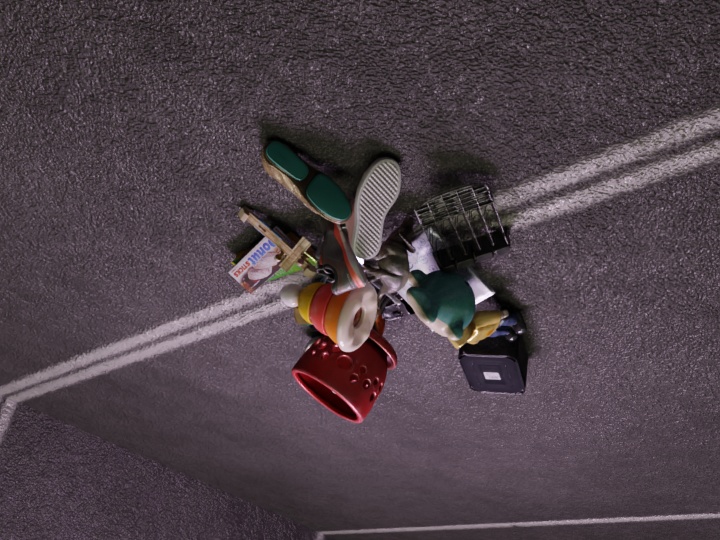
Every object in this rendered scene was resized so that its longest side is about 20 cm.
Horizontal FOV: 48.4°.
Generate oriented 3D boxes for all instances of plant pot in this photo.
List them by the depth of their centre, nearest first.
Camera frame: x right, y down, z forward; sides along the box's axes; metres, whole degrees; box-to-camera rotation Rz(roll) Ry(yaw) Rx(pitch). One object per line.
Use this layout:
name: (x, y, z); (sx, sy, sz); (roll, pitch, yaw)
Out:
plant pot: (-0.030, 0.218, 1.832); (0.200, 0.183, 0.201); (31, 161, 12)

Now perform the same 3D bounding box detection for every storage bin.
storage bin: (0.314, 0.206, 1.883); (0.135, 0.094, 0.200); (0, 146, 20)

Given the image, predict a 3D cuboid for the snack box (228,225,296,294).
snack box: (-0.208, -0.020, 1.717); (0.072, 0.024, 0.200); (45, 135, -8)

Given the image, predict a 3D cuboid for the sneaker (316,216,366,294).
sneaker: (-0.056, -0.034, 1.531); (0.082, 0.200, 0.077); (-28, 135, 4)

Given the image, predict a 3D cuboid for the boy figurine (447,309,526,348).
boy figurine: (0.265, 0.122, 1.708); (0.199, 0.065, 0.124); (-4, 149, -40)

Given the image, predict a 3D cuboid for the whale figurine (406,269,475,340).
whale figurine: (0.153, 0.054, 1.507); (0.104, 0.159, 0.200); (-38, 164, 15)

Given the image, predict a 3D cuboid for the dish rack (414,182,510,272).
dish rack: (0.185, -0.083, 1.458); (0.153, 0.055, 0.200); (-20, 135, 11)

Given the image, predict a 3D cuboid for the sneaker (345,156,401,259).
sneaker: (0.016, -0.130, 1.469); (0.075, 0.105, 0.201); (5, 121, -16)

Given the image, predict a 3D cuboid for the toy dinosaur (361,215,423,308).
toy dinosaur: (0.057, -0.008, 1.545); (0.102, 0.077, 0.201); (14, 107, 16)

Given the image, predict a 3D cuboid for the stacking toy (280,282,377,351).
stacking toy: (-0.077, 0.071, 1.645); (0.199, 0.146, 0.146); (18, 154, 26)

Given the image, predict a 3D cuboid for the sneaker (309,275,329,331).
sneaker: (-0.084, 0.068, 1.838); (0.082, 0.073, 0.200); (24, 137, -12)

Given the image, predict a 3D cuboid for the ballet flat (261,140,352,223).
ballet flat: (-0.099, -0.155, 1.447); (0.200, 0.071, 0.065); (44, 157, -5)

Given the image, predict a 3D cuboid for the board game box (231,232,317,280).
board game box: (-0.188, -0.024, 1.758); (0.200, 0.030, 0.095); (-20, 135, 38)

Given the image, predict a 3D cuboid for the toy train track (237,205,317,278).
toy train track: (-0.172, -0.052, 1.627); (0.200, 0.033, 0.115); (42, 135, -3)

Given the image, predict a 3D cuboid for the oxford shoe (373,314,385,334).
oxford shoe: (0.018, 0.116, 1.872); (0.073, 0.072, 0.200); (14, 150, 7)

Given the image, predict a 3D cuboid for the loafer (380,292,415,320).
loafer: (0.109, 0.064, 1.725); (0.072, 0.063, 0.200); (24, 137, -29)

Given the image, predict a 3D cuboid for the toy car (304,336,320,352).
toy car: (-0.038, 0.239, 2.035); (0.150, 0.175, 0.200); (-41, 128, 13)

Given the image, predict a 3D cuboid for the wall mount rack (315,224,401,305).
wall mount rack: (0.000, 0.000, 1.660); (0.173, 0.075, 0.200); (4, 139, 7)

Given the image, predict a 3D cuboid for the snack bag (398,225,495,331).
snack bag: (0.144, 0.021, 1.625); (0.189, 0.021, 0.200); (46, 134, -7)

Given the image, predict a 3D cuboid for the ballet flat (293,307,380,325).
ballet flat: (-0.057, 0.084, 1.746); (0.199, 0.069, 0.063); (-6, 118, 17)
